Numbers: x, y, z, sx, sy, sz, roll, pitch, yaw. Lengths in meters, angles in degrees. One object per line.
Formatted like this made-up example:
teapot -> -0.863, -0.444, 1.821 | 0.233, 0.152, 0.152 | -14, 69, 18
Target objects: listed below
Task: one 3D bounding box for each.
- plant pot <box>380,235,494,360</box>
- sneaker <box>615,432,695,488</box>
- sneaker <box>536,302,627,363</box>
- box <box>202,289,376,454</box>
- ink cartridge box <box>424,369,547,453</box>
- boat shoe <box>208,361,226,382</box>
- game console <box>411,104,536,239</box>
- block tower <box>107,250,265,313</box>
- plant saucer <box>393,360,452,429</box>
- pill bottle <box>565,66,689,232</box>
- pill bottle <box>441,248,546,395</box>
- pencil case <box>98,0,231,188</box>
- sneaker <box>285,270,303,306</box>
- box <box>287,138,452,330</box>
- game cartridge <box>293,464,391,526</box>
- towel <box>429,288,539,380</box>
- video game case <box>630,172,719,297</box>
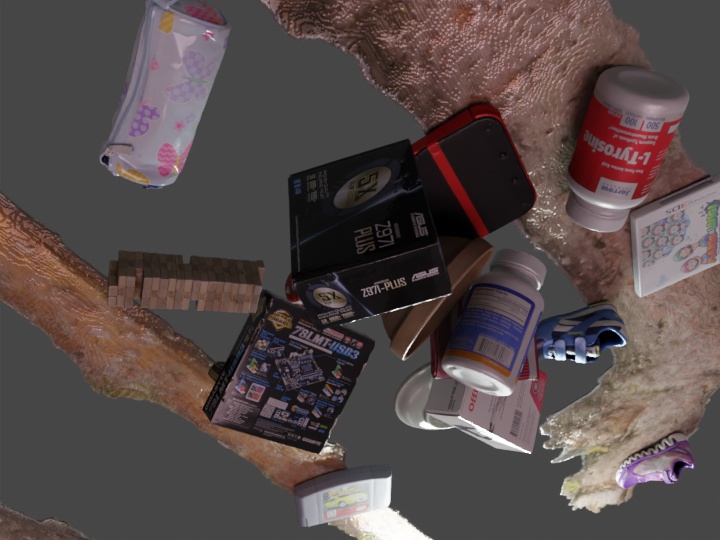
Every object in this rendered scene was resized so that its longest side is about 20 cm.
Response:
plant pot -> 0.089, 0.019, 0.889 | 0.201, 0.093, 0.201 | -47, 167, -14
sneaker -> 0.719, 0.479, 1.553 | 0.200, 0.089, 0.080 | -37, 132, 15
sneaker -> 0.373, 0.123, 1.130 | 0.199, 0.082, 0.074 | -21, 134, 2
box -> -0.101, 0.156, 0.956 | 0.200, 0.050, 0.199 | 26, 89, -32
ink cartridge box -> 0.217, 0.207, 1.090 | 0.200, 0.145, 0.084 | 32, 155, -33
boat shoe -> -0.136, 0.159, 1.004 | 0.199, 0.072, 0.072 | 17, 93, -26
game console -> 0.139, -0.116, 0.883 | 0.176, 0.031, 0.200 | -28, 132, 14
block tower -> -0.226, 0.017, 0.848 | 0.199, 0.058, 0.054 | 3, 129, -23
plant saucer -> 0.162, 0.239, 1.178 | 0.199, 0.050, 0.201 | -9, 132, -11
pill bottle -> 0.344, -0.157, 0.857 | 0.112, 0.112, 0.201 | -6, 131, -14
pill bottle -> 0.205, 0.073, 0.952 | 0.112, 0.112, 0.201 | 43, 64, -40
pencil case -> -0.205, -0.186, 0.661 | 0.091, 0.083, 0.200 | -2, 133, -46
sneaker -> 0.000, 0.000, 0.913 | 0.200, 0.079, 0.115 | -28, 142, 22
box -> 0.005, -0.047, 0.760 | 0.163, 0.200, 0.086 | -15, 134, 8
game cartridge -> -0.034, 0.456, 1.309 | 0.199, 0.041, 0.134 | -10, 128, -11
towel -> 0.200, 0.102, 1.021 | 0.199, 0.145, 0.023 | 6, 165, -24
video game case -> 0.542, -0.058, 1.071 | 0.181, 0.024, 0.200 | -24, 133, 3
